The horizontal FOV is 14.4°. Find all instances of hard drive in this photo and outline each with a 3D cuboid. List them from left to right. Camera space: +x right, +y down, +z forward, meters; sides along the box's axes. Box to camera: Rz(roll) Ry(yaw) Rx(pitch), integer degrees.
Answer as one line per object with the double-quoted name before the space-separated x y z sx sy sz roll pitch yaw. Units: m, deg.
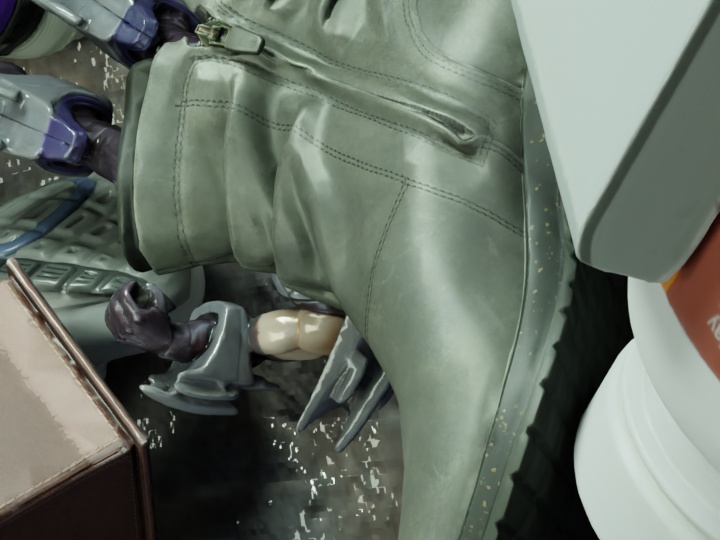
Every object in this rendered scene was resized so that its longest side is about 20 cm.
"hard drive" 0.066 -0.111 0.603 0.201 0.026 0.132 -99 29 -50

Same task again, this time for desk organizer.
"desk organizer" -0.107 0.094 0.832 0.072 0.077 0.200 50 158 27

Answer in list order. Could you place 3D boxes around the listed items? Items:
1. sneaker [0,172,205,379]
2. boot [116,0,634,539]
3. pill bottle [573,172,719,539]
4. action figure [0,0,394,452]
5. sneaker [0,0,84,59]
"sneaker" -0.108 0.022 0.894 0.200 0.074 0.087 -8 110 52
"boot" 0.000 0.000 0.686 0.130 0.068 0.201 4 71 23
"pill bottle" 0.123 -0.013 0.579 0.112 0.112 0.200 52 133 26
"action figure" -0.038 -0.031 0.775 0.200 0.069 0.131 28 89 38
"sneaker" -0.180 -0.086 0.907 0.200 0.099 0.070 -12 89 48
